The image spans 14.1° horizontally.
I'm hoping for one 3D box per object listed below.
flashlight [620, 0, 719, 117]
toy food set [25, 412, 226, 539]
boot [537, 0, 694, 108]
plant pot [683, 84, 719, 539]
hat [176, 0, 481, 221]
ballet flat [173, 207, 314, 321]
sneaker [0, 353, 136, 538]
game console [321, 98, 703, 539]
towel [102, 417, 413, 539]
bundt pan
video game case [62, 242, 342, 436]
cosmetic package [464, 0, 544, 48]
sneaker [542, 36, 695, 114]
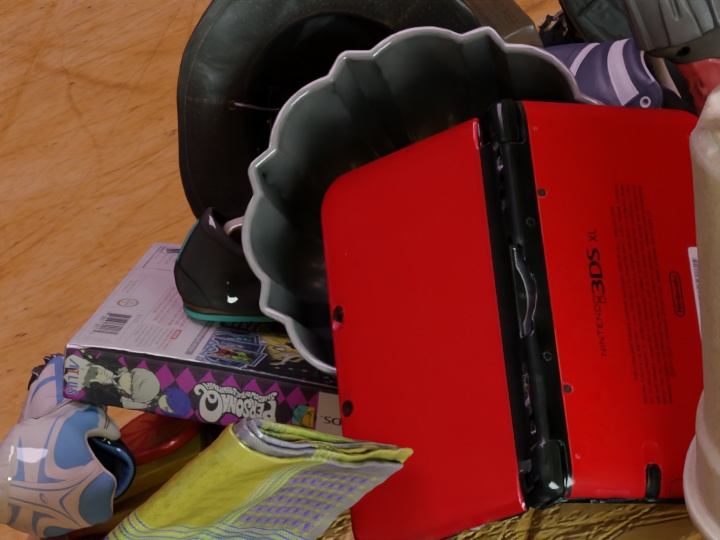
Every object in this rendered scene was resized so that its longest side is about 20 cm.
[{"bbox_3d":[0.186,-0.069,1.508,0.068,0.201,0.068,-14,23,27],"label":"flashlight"},{"bbox_3d":[-0.104,0.121,1.584,0.197,0.049,0.200,-23,21,3],"label":"toy food set"},{"bbox_3d":[0.141,-0.163,1.801,0.073,0.204,0.154,-33,17,-12],"label":"boot"},{"bbox_3d":[0.220,0.007,1.252,0.199,0.184,0.201,-12,29,7],"label":"plant pot"},{"bbox_3d":[-0.013,-0.098,1.640,0.200,0.201,0.081,-21,22,7],"label":"hat"},{"bbox_3d":[0.000,0.000,1.569,0.199,0.069,0.068,5,17,-13],"label":"ballet flat"},{"bbox_3d":[-0.155,0.097,1.559,0.072,0.072,0.200,16,13,-4],"label":"sneaker"},{"bbox_3d":[0.086,0.031,1.413,0.171,0.201,0.119,2,-22,-20],"label":"game console"},{"bbox_3d":[-0.078,0.137,1.353,0.200,0.023,0.143,-43,-25,18],"label":"towel"},{"bbox_3d":[0.044,-0.020,1.491,0.201,0.203,0.076,-23,-22,4],"label":"bundt pan"},{"bbox_3d":[-0.052,0.039,1.599,0.180,0.036,0.200,9,17,7],"label":"video game case"},{"bbox_3d":[0.022,-0.091,1.864,0.199,0.123,0.199,-26,20,-1],"label":"cosmetic package"},{"bbox_3d":[0.127,-0.034,1.552,0.108,0.070,0.201,-11,67,25],"label":"sneaker"}]
